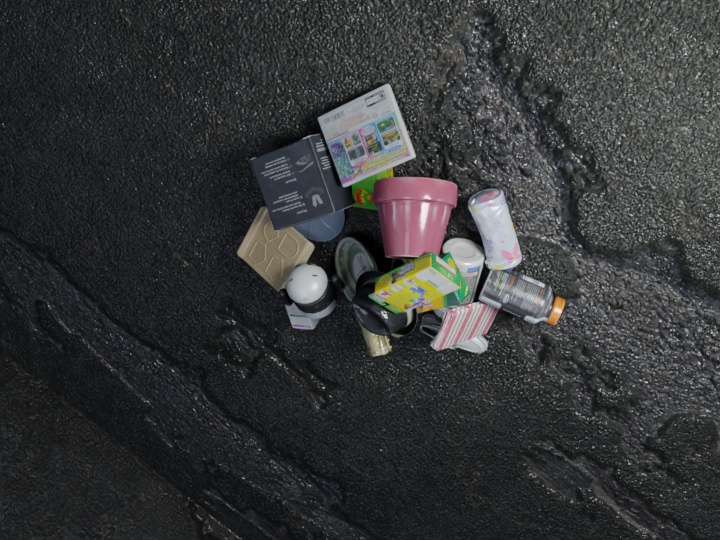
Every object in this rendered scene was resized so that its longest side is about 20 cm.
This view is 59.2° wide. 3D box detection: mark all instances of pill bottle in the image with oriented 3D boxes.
[{"bbox_3d":[0.409,0.067,1.602,0.199,0.106,0.106,24,131,10],"label":"pill bottle"},{"bbox_3d":[0.250,0.026,1.651,0.113,0.114,0.201,19,129,14],"label":"pill bottle"}]

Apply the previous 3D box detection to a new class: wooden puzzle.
[{"bbox_3d":[-0.242,-0.060,1.838,0.200,0.046,0.186,38,113,14],"label":"wooden puzzle"}]

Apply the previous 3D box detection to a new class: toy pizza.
[{"bbox_3d":[-0.130,-0.172,1.759,0.199,0.032,0.201,15,128,19],"label":"toy pizza"}]

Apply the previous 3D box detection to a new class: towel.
[{"bbox_3d":[0.284,0.134,1.682,0.030,0.199,0.147,52,141,34],"label":"towel"}]

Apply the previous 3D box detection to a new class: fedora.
[{"bbox_3d":[0.047,0.100,1.641,0.200,0.092,0.201,23,131,29],"label":"fedora"}]

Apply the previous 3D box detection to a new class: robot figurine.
[{"bbox_3d":[-0.136,0.059,1.800,0.125,0.150,0.200,34,166,27],"label":"robot figurine"}]

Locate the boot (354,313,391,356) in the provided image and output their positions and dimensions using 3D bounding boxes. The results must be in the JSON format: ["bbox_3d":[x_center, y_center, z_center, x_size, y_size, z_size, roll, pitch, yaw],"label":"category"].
[{"bbox_3d":[0.053,0.162,1.810,0.200,0.073,0.156,-34,71,61],"label":"boot"}]

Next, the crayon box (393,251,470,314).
[{"bbox_3d":[0.166,0.037,1.604,0.200,0.058,0.119,-18,105,48],"label":"crayon box"}]

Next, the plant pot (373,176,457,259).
[{"bbox_3d":[0.126,-0.118,1.511,0.199,0.200,0.180,3,88,26],"label":"plant pot"}]

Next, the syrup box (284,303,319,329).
[{"bbox_3d":[-0.185,0.078,1.937,0.081,0.079,0.201,3,124,26],"label":"syrup box"}]

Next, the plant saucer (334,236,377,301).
[{"bbox_3d":[0.000,0.000,1.772,0.200,0.050,0.201,29,126,50],"label":"plant saucer"}]

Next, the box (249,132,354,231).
[{"bbox_3d":[-0.149,-0.227,1.634,0.196,0.117,0.201,-13,99,30],"label":"box"}]

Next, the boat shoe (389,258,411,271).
[{"bbox_3d":[0.107,0.024,1.731,0.074,0.068,0.201,8,116,21],"label":"boat shoe"}]

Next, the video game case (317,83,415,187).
[{"bbox_3d":[0.013,-0.320,1.521,0.199,0.024,0.183,-19,93,25],"label":"video game case"}]

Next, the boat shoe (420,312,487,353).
[{"bbox_3d":[0.260,0.193,1.798,0.199,0.067,0.074,23,131,11],"label":"boat shoe"}]

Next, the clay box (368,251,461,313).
[{"bbox_3d":[0.124,0.035,1.504,0.200,0.048,0.115,-26,135,37],"label":"clay box"}]

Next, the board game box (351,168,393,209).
[{"bbox_3d":[0.028,-0.254,1.606,0.101,0.048,0.201,10,127,22],"label":"board game box"}]

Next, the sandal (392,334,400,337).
[{"bbox_3d":[0.107,0.136,1.834,0.077,0.070,0.212,26,131,8],"label":"sandal"}]

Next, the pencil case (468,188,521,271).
[{"bbox_3d":[0.326,-0.098,1.539,0.090,0.083,0.201,-16,115,12],"label":"pencil case"}]
